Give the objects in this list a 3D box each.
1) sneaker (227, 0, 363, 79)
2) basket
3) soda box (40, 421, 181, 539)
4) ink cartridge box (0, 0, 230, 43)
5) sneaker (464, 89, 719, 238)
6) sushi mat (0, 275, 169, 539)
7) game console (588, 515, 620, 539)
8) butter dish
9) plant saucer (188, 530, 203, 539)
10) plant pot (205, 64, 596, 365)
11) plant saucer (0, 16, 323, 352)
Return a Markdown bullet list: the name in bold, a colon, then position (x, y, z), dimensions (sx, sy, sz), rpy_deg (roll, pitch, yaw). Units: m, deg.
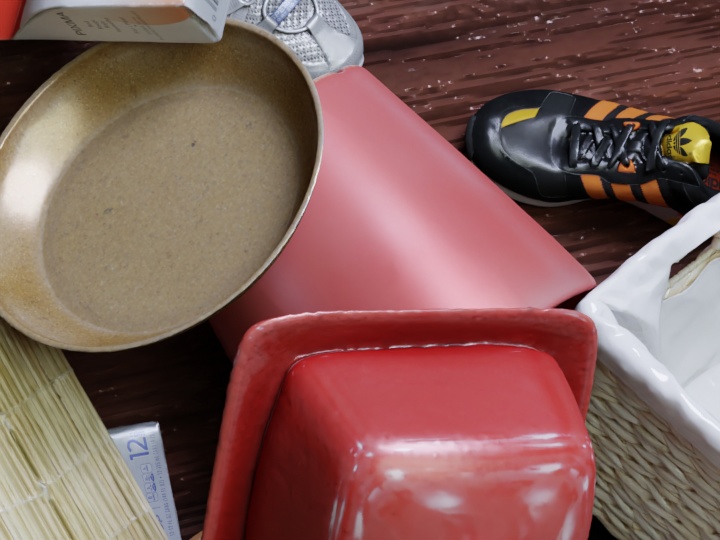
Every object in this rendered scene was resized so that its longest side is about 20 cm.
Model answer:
- **sneaker**: position (-0.077, -0.173, 1.590), dimensions (0.200, 0.082, 0.075), rpy_deg (37, 65, -11)
- **basket**: position (0.236, 0.076, 1.555), dimensions (0.198, 0.161, 0.200), rpy_deg (-35, 64, -30)
- **soda box**: position (-0.126, 0.185, 1.486), dimensions (0.068, 0.063, 0.201), rpy_deg (-9, 81, -24)
- **ink cartridge box**: position (-0.149, -0.203, 1.512), dimensions (0.050, 0.199, 0.163), rpy_deg (47, 51, -58)
- **sneaker**: position (0.163, -0.072, 1.668), dimensions (0.199, 0.090, 0.070), rpy_deg (12, 72, -22)
- **sushi mat**: position (-0.165, 0.110, 1.447), dimensions (0.095, 0.012, 0.200), rpy_deg (-29, 88, -26)
- **game console**: position (0.200, 0.150, 1.669), dimensions (0.200, 0.117, 0.176), rpy_deg (-30, 60, -28)
- **butter dish**: position (0.037, 0.131, 1.368), dimensions (0.199, 0.148, 0.201), rpy_deg (-1, 117, -25)
- **plant saucer**: position (-0.028, 0.219, 1.454), dimensions (0.200, 0.032, 0.201), rpy_deg (5, 79, -24)
- **plant pot**: position (0.000, 0.000, 1.530), dimensions (0.200, 0.200, 0.178), rpy_deg (-34, 81, -27)
- **plant saucer**: position (-0.104, -0.038, 1.449), dimensions (0.035, 0.200, 0.201), rpy_deg (53, 53, -51)
